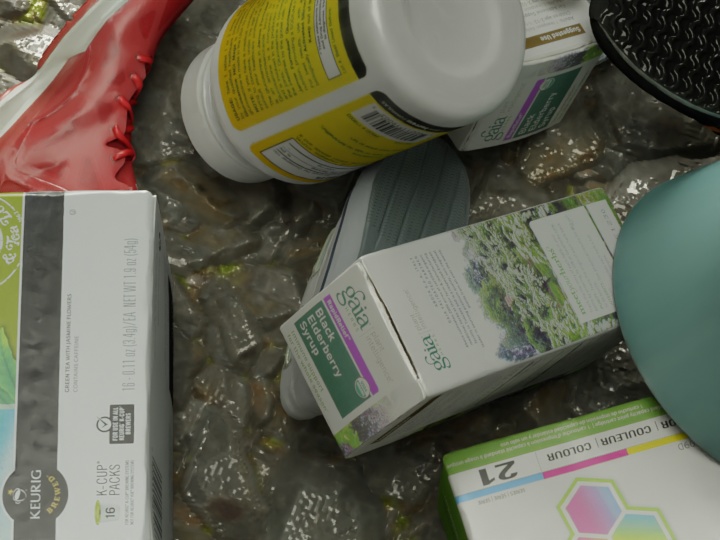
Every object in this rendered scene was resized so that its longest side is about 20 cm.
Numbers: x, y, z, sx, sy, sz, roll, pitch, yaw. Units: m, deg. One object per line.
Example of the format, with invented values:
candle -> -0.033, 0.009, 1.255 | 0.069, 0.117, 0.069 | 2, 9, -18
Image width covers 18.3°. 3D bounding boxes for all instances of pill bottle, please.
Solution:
pill bottle -> -0.011, -0.113, 1.230 | 0.112, 0.199, 0.114 | 11, 72, -36

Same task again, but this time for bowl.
bowl -> 0.245, 0.009, 1.187 | 0.199, 0.105, 0.202 | 16, 53, -22

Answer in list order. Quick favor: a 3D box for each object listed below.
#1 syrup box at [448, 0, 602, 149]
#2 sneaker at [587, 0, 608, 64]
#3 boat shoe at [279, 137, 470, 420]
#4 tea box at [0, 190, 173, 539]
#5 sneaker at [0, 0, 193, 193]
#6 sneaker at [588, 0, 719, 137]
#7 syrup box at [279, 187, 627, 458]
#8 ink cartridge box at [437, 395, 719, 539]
syrup box -> 0.052, -0.176, 1.311 | 0.081, 0.079, 0.201 | -19, 64, -33
sneaker -> 0.154, -0.219, 1.359 | 0.072, 0.071, 0.202 | 15, 87, 2
boat shoe -> 0.000, 0.000, 1.251 | 0.074, 0.067, 0.201 | 46, 43, -16
tea box -> -0.199, 0.076, 1.183 | 0.195, 0.134, 0.202 | -3, 65, 0
sneaker -> -0.142, -0.082, 1.301 | 0.115, 0.078, 0.200 | 43, 84, 9
sneaker -> 0.210, -0.098, 1.269 | 0.199, 0.090, 0.070 | 25, 69, -7
syrup box -> 0.062, 0.025, 1.179 | 0.199, 0.081, 0.079 | -17, 74, -42
ink cartridge box -> 0.139, 0.180, 1.165 | 0.147, 0.076, 0.201 | -15, 64, -7
